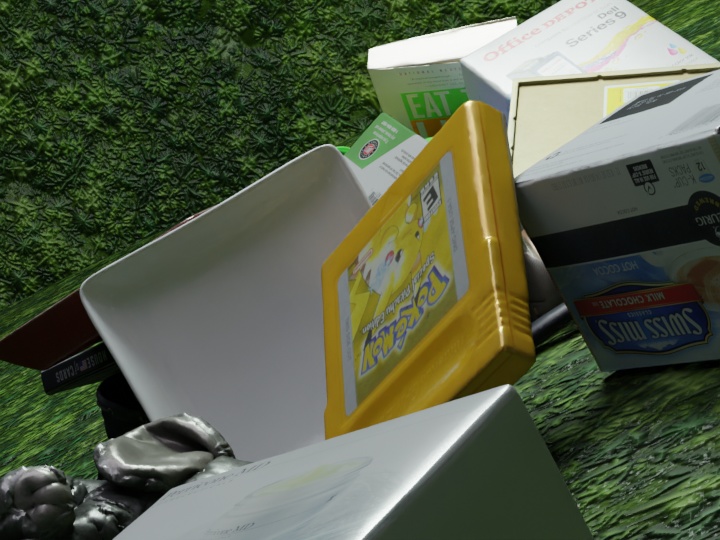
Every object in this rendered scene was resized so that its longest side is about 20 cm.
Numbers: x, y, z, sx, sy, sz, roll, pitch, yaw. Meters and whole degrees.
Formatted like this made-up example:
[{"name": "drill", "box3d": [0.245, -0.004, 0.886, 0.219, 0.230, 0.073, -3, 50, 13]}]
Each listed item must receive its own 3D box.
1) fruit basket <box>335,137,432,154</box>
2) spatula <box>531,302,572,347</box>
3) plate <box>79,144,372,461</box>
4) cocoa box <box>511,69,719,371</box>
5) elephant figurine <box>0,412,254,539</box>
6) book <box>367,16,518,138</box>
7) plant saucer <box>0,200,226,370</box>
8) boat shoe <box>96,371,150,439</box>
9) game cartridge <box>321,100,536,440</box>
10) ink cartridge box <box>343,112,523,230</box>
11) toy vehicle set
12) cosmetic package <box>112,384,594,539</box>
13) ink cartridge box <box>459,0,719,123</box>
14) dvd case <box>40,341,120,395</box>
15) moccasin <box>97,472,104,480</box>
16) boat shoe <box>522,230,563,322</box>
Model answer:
[{"name": "fruit basket", "box3d": [0.002, -0.051, 1.605, 0.216, 0.155, 0.216, -52, -16, -22]}, {"name": "spatula", "box3d": [0.173, 0.012, 1.241, 0.200, 0.021, 0.057, -28, 10, 2]}, {"name": "plate", "box3d": [-0.054, 0.046, 1.219, 0.200, 0.200, 0.032, -30, -14, -6]}, {"name": "cocoa box", "box3d": [0.206, -0.034, 1.040, 0.133, 0.131, 0.200, -34, 10, -29]}, {"name": "elephant figurine", "box3d": [-0.099, 0.148, 1.031, 0.200, 0.155, 0.142, -20, -37, -17]}, {"name": "book", "box3d": [0.094, -0.129, 1.650, 0.133, 0.200, 0.048, -7, 50, 15]}, {"name": "plant saucer", "box3d": [-0.150, 0.005, 1.363, 0.199, 0.037, 0.200, -31, 0, 23]}, {"name": "boat shoe", "box3d": [-0.137, 0.096, 1.396, 0.075, 0.062, 0.200, -38, 15, -36]}, {"name": "game cartridge", "box3d": [0.033, 0.024, 1.086, 0.176, 0.032, 0.200, -48, 29, 36]}, {"name": "ink cartridge box", "box3d": [0.000, 0.000, 1.326, 0.200, 0.084, 0.145, -48, 26, 0]}, {"name": "toy vehicle set", "box3d": [0.207, -0.100, 1.360, 0.200, 0.027, 0.124, -3, 43, 13]}, {"name": "cosmetic package", "box3d": [-0.034, 0.158, 0.711, 0.199, 0.123, 0.200, -21, 10, 37]}, {"name": "ink cartridge box", "box3d": [0.195, -0.131, 1.486, 0.145, 0.088, 0.200, -30, 41, -12]}, {"name": "dvd case", "box3d": [-0.141, 0.056, 1.508, 0.200, 0.025, 0.150, -13, -7, -37]}, {"name": "moccasin", "box3d": [-0.152, 0.152, 1.224, 0.200, 0.068, 0.080, -32, -7, -29]}, {"name": "boat shoe", "box3d": [0.134, -0.017, 1.361, 0.072, 0.076, 0.200, -17, 16, -2]}]
